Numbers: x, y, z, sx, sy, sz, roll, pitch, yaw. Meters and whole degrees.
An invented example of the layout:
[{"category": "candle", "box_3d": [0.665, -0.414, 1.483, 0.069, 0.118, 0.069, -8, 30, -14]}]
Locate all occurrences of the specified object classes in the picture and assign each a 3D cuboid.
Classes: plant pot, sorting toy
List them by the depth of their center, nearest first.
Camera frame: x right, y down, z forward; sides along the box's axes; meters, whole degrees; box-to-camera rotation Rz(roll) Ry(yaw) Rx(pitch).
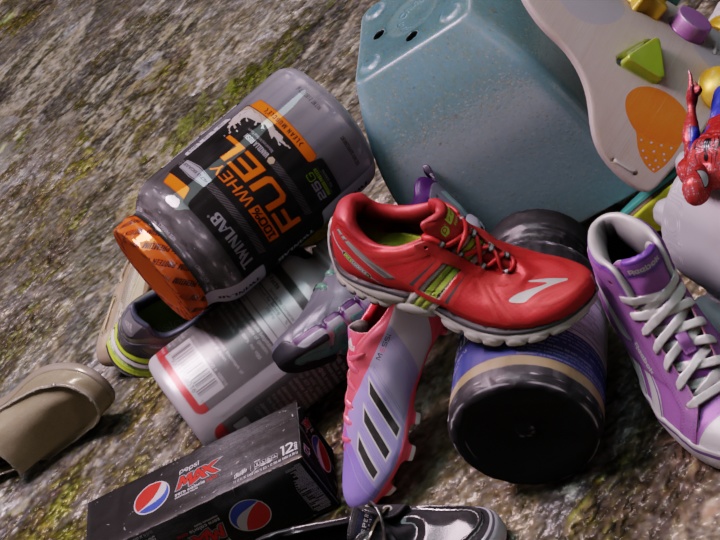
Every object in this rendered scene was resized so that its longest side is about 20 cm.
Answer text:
[{"category": "sorting toy", "box_3d": [0.200, -0.193, 1.360, 0.107, 0.180, 0.200, -45, 14, 33]}, {"category": "plant pot", "box_3d": [0.100, -0.148, 1.443, 0.196, 0.200, 0.196, -30, 32, 26]}]

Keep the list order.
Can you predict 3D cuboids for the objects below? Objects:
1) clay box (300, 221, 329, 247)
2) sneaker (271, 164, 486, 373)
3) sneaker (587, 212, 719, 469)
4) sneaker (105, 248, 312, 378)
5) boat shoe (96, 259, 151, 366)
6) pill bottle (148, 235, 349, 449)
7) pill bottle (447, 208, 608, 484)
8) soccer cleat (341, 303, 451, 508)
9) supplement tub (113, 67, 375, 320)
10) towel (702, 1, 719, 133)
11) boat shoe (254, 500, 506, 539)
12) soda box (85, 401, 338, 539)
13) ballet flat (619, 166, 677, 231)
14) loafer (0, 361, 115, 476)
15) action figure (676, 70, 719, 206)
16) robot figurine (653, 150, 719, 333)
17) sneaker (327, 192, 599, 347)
[{"category": "clay box", "box_3d": [-0.082, -0.045, 1.523, 0.199, 0.048, 0.115, -12, 11, -14]}, {"category": "sneaker", "box_3d": [0.000, 0.000, 1.360, 0.200, 0.074, 0.088, -34, 74, -15]}, {"category": "sneaker", "box_3d": [0.211, 0.043, 1.175, 0.072, 0.114, 0.201, -33, 52, -1]}, {"category": "sneaker", "box_3d": [-0.122, 0.028, 1.488, 0.199, 0.081, 0.074, -26, 74, -23]}, {"category": "boat shoe", "box_3d": [-0.205, 0.009, 1.660, 0.065, 0.072, 0.201, -13, 44, 28]}, {"category": "pill bottle", "box_3d": [-0.066, 0.061, 1.429, 0.200, 0.114, 0.114, -37, 33, -5]}, {"category": "pill bottle", "box_3d": [0.128, 0.050, 1.273, 0.111, 0.112, 0.201, -18, 36, 24]}, {"category": "soccer cleat", "box_3d": [0.013, 0.082, 1.300, 0.067, 0.076, 0.201, -140, 68, -71]}, {"category": "supplement tub", "box_3d": [-0.095, -0.060, 1.397, 0.200, 0.123, 0.122, -43, 34, -14]}, {"category": "towel", "box_3d": [0.331, -0.157, 1.433, 0.200, 0.032, 0.191, 12, 55, 50]}, {"category": "boat shoe", "box_3d": [0.005, 0.197, 1.236, 0.199, 0.066, 0.070, -15, 38, 28]}, {"category": "soda box", "box_3d": [-0.118, 0.185, 1.363, 0.199, 0.063, 0.071, -26, 33, 12]}, {"category": "ballet flat", "box_3d": [0.281, -0.080, 1.336, 0.200, 0.067, 0.067, -48, -5, 24]}, {"category": "loafer", "box_3d": [-0.306, 0.148, 1.573, 0.199, 0.076, 0.068, -27, 34, 29]}, {"category": "action figure", "box_3d": [0.265, -0.114, 1.219, 0.065, 0.052, 0.200, 0, 43, 33]}, {"category": "robot figurine", "box_3d": [0.292, -0.023, 1.220, 0.200, 0.112, 0.170, 39, 112, 57]}, {"category": "sneaker", "box_3d": [0.067, -0.007, 1.200, 0.199, 0.085, 0.077, 11, 46, 18]}]
